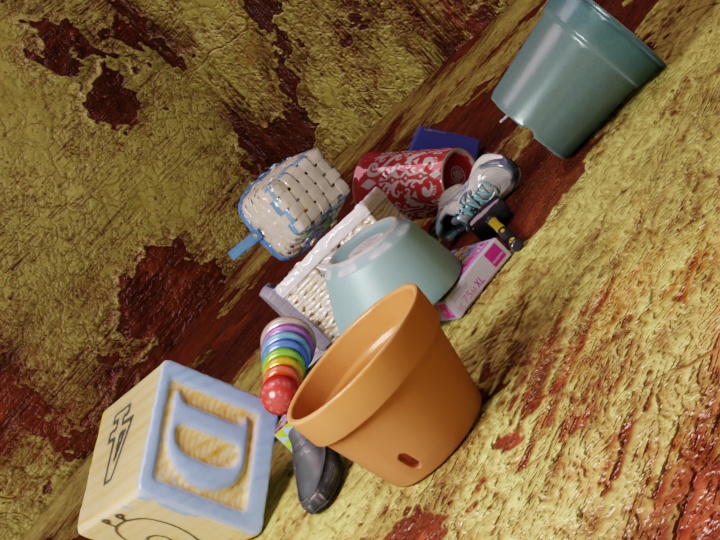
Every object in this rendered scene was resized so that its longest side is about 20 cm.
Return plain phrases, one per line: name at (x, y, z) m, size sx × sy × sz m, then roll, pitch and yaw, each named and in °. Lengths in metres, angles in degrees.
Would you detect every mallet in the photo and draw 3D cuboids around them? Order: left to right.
mallet at (0.206, -0.065, 1.643) m, size 0.066 × 0.041 × 0.200 m, roll -44°, pitch 15°, yaw -1°

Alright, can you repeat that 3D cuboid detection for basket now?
basket at (-0.120, -0.094, 1.859) m, size 0.176 × 0.140 × 0.199 m, roll -44°, pitch 10°, yaw -30°
basket at (0.000, 0.000, 1.816) m, size 0.198 × 0.161 × 0.200 m, roll -44°, pitch 4°, yaw 14°

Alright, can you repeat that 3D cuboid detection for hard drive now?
hard drive at (0.158, -0.220, 2.198) m, size 0.201 × 0.129 × 0.026 m, roll -68°, pitch -10°, yaw -64°

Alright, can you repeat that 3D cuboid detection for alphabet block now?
alphabet block at (-0.250, 0.272, 1.597) m, size 0.199 × 0.193 × 0.199 m, roll -37°, pitch 35°, yaw 45°

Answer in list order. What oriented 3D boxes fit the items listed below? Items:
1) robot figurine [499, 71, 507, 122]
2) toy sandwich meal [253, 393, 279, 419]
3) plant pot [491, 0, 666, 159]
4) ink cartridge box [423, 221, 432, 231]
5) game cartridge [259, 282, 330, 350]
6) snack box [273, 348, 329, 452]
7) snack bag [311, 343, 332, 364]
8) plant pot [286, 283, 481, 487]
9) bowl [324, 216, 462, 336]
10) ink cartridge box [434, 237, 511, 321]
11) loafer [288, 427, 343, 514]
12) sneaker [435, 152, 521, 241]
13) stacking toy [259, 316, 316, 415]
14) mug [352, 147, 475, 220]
robot figurine at (0.314, -0.320, 1.952) m, size 0.199 × 0.114 × 0.169 m, roll -39°, pitch -8°, yaw 33°
toy sandwich meal at (-0.209, 0.279, 1.901) m, size 0.205 × 0.070 × 0.205 m, roll -45°, pitch 10°, yaw 10°
plant pot at (0.303, -0.284, 1.685) m, size 0.197 × 0.199 × 0.201 m, roll -51°, pitch 8°, yaw 14°
ink cartridge box at (0.038, -0.009, 2.083) m, size 0.200 × 0.045 × 0.177 m, roll -42°, pitch 12°, yaw 23°
game cartridge at (-0.116, 0.077, 2.017) m, size 0.038 × 0.130 × 0.200 m, roll -42°, pitch 9°, yaw -6°
snack box at (-0.021, 0.152, 1.627) m, size 0.200 × 0.068 × 0.169 m, roll -42°, pitch 11°, yaw 20°
snack bag at (-0.087, 0.164, 1.987) m, size 0.201 × 0.021 × 0.188 m, roll -49°, pitch 11°, yaw -15°
plant pot at (0.037, 0.134, 1.248) m, size 0.200 × 0.140 × 0.200 m, roll -45°, pitch 10°, yaw 10°
bowl at (0.029, 0.002, 1.582) m, size 0.199 × 0.106 × 0.201 m, roll -32°, pitch 13°, yaw 8°
ink cartridge box at (0.124, 0.020, 1.635) m, size 0.120 × 0.042 × 0.200 m, roll -49°, pitch 9°, yaw -18°
loafer at (-0.063, 0.224, 1.459) m, size 0.068 × 0.070 × 0.202 m, roll -40°, pitch 24°, yaw 21°
sneaker at (0.184, -0.107, 1.827) m, size 0.200 × 0.077 × 0.087 m, roll -45°, pitch 19°, yaw 52°
stacking toy at (-0.107, 0.140, 1.644) m, size 0.085 × 0.085 × 0.201 m, roll -43°, pitch 15°, yaw 14°
mug at (0.113, -0.157, 2.024) m, size 0.198 × 0.136 × 0.176 m, roll -3°, pitch 17°, yaw 45°
